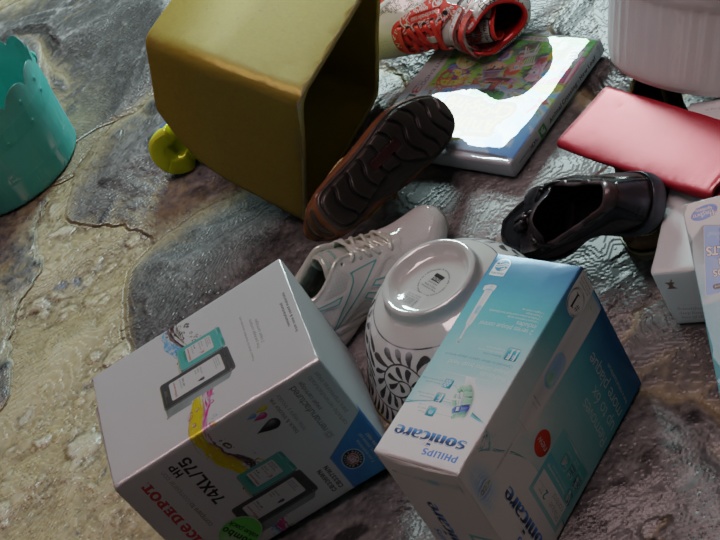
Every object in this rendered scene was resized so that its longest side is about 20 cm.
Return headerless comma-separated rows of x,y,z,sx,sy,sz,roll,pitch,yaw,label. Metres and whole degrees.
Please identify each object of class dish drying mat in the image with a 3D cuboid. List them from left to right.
0.254,-0.109,1.328,0.077,0.018,0.200,-48,35,-10,dish drying mat

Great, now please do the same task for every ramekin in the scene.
0.315,-0.227,1.398,0.198,0.099,0.201,2,24,-1,ramekin

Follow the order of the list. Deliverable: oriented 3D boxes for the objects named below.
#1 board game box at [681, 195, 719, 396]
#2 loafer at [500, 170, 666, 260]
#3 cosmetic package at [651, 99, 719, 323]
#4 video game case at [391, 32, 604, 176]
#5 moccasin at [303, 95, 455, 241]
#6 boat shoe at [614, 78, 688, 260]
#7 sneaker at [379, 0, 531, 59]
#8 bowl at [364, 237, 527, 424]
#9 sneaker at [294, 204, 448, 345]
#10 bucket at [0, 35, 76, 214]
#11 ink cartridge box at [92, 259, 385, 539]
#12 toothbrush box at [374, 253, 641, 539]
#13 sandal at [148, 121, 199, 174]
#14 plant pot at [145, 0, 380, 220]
0.331,0.031,1.145,0.150,0.047,0.202,-16,67,21,board game box
0.176,-0.053,1.340,0.199,0.063,0.073,-14,73,58,loafer
0.314,-0.054,1.296,0.101,0.074,0.201,-4,48,32,cosmetic package
0.126,-0.179,1.601,0.199,0.022,0.182,13,57,43,video game case
0.018,-0.098,1.519,0.202,0.074,0.078,-52,8,-26,moccasin
0.253,-0.099,1.388,0.071,0.068,0.201,-13,42,23,boat shoe
0.086,-0.259,1.645,0.200,0.067,0.108,-22,36,11,sneaker
0.076,0.035,1.349,0.199,0.094,0.202,-20,39,17,bowl
0.000,0.000,1.453,0.200,0.080,0.070,-41,37,-12,sneaker
-0.459,-0.173,1.914,0.206,0.135,0.208,-18,40,16,bucket
-0.102,0.127,1.327,0.199,0.147,0.146,-32,38,6,ink cartridge box
0.118,0.112,1.195,0.085,0.147,0.201,10,54,41,toothbrush box
-0.152,-0.190,1.767,0.199,0.080,0.087,-23,36,11,sandal
-0.107,-0.209,1.598,0.199,0.196,0.195,20,57,13,plant pot
